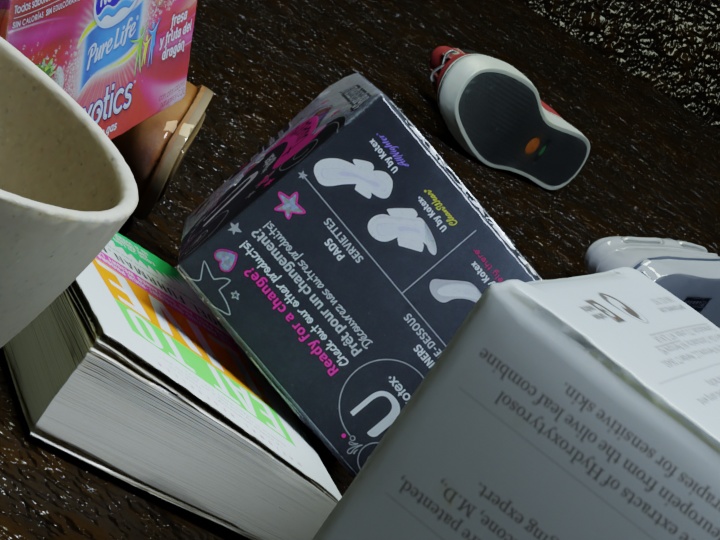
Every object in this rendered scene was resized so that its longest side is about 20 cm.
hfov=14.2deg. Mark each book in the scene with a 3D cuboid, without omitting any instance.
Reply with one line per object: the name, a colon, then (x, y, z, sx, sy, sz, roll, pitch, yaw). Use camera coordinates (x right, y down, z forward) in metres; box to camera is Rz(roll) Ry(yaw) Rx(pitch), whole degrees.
book: (-0.086, 0.036, 1.176, 0.133, 0.048, 0.200, 33, 10, -27)

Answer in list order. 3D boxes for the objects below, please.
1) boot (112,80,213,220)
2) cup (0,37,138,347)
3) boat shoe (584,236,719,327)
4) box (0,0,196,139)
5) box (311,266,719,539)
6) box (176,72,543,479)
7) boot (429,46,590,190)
boot: (-0.158, -0.105, 1.432, 0.155, 0.077, 0.200, 29, 15, -19)
cup: (-0.187, -0.018, 0.853, 0.200, 0.143, 0.200, 33, 13, -9)
boat shoe: (0.226, 0.005, 2.054, 0.065, 0.074, 0.200, 46, 15, 28)
box: (-0.152, -0.107, 1.245, 0.099, 0.096, 0.200, 15, 22, 17)
box: (0.101, 0.122, 1.027, 0.200, 0.172, 0.199, 37, 12, 14)
box: (0.000, 0.000, 1.248, 0.132, 0.115, 0.200, 49, 1, -7)
boot: (0.082, -0.143, 2.253, 0.144, 0.072, 0.200, 42, 6, 31)
